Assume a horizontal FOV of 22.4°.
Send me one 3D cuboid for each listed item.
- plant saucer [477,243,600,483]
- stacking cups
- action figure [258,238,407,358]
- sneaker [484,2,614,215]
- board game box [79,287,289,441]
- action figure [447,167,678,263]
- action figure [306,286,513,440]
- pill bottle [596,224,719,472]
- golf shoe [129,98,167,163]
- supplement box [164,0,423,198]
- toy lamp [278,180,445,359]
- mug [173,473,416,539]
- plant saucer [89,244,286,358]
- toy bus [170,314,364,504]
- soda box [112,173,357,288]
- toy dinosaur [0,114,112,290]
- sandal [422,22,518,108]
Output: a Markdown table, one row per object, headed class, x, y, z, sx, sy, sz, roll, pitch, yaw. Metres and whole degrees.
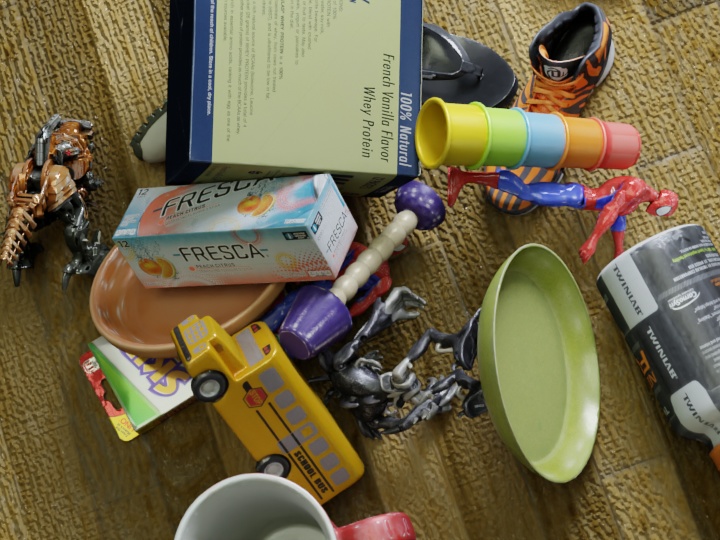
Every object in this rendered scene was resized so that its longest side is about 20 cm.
| class | x | y | z | sx | sy | sz | roll | pitch | yaw |
| --- | --- | --- | --- | --- | --- | --- | --- | --- | --- |
| plant saucer | 0.146 | 0.079 | 1.519 | 0.031 | 0.200 | 0.200 | -10 | 74 | 31 |
| stacking cups | 0.148 | -0.114 | 1.540 | 0.200 | 0.060 | 0.061 | -1 | 74 | -25 |
| action figure | -0.035 | 0.027 | 1.613 | 0.200 | 0.052 | 0.065 | -37 | 72 | -21 |
| sneaker | 0.160 | -0.151 | 1.606 | 0.077 | 0.112 | 0.200 | 22 | 82 | 14 |
| board game box | -0.154 | 0.066 | 1.650 | 0.200 | 0.030 | 0.096 | -32 | 74 | 3 |
| action figure | 0.175 | -0.040 | 1.577 | 0.200 | 0.065 | 0.099 | 1 | 95 | 1 |
| action figure | 0.042 | 0.085 | 1.570 | 0.200 | 0.102 | 0.119 | -8 | 116 | 42 |
| pill bottle | 0.289 | 0.070 | 1.534 | 0.106 | 0.106 | 0.200 | -27 | 73 | 2 |
| golf shoe | -0.114 | -0.138 | 1.668 | 0.200 | 0.077 | 0.088 | -26 | 79 | 2 |
| supplement box | -0.059 | -0.173 | 1.574 | 0.199 | 0.134 | 0.200 | 3 | 84 | -15 |
| toy lamp | 0.000 | 0.000 | 1.568 | 0.058 | 0.058 | 0.200 | 30 | 56 | 15 |
| mug | -0.047 | 0.252 | 1.495 | 0.177 | 0.200 | 0.134 | 12 | 78 | 11 |
| plant saucer | -0.144 | 0.006 | 1.615 | 0.200 | 0.037 | 0.200 | -16 | 41 | 14 |
| toy bus | -0.079 | 0.114 | 1.538 | 0.078 | 0.200 | 0.065 | -33 | 33 | 1 |
| soda box | -0.108 | -0.032 | 1.551 | 0.200 | 0.068 | 0.064 | -3 | 45 | 28 |
| toy dinosaur | -0.289 | -0.062 | 1.641 | 0.102 | 0.136 | 0.200 | 18 | 37 | 28 |
| sandal | 0.050 | -0.200 | 1.672 | 0.200 | 0.043 | 0.076 | 29 | 82 | 15 |
